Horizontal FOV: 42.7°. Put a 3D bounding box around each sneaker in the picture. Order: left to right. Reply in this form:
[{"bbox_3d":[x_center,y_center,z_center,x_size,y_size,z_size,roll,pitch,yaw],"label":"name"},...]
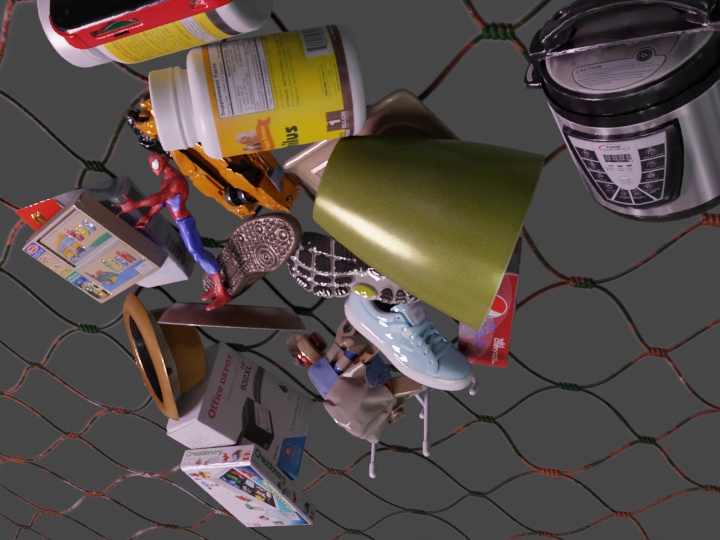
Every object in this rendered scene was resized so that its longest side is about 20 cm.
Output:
[{"bbox_3d":[-0.129,-0.029,1.165,0.200,0.076,0.071,-33,96,43],"label":"sneaker"},{"bbox_3d":[0.000,0.000,1.162,0.199,0.085,0.077,16,101,19],"label":"sneaker"},{"bbox_3d":[0.064,0.077,1.193,0.200,0.074,0.082,33,142,14],"label":"sneaker"}]

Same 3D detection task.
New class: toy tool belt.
[{"bbox_3d":[-0.003,0.133,1.290,0.123,0.200,0.125,-44,143,6],"label":"toy tool belt"}]

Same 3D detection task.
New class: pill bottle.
[{"bbox_3d":[-0.192,-0.258,0.859,0.199,0.115,0.114,-9,137,24],"label":"pill bottle"},{"bbox_3d":[-0.099,-0.172,0.900,0.199,0.110,0.109,-10,141,-5],"label":"pill bottle"}]

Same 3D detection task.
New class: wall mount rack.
[{"bbox_3d":[0.079,0.204,1.314,0.200,0.174,0.075,-35,91,43],"label":"wall mount rack"}]

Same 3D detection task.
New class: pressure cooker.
[{"bbox_3d":[0.251,-0.164,0.813,0.176,0.179,0.200,-33,130,4],"label":"pressure cooker"}]

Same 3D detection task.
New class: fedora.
[{"bbox_3d":[-0.279,0.117,1.345,0.082,0.201,0.201,-22,149,-23],"label":"fedora"}]

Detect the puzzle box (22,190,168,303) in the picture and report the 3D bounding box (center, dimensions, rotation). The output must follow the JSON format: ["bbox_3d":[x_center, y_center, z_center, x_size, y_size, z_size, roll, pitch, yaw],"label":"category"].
[{"bbox_3d":[-0.348,-0.025,1.195,0.133,0.025,0.200,39,146,-21],"label":"puzzle box"}]

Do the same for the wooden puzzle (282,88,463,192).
[{"bbox_3d":[0.043,-0.113,1.035,0.185,0.046,0.200,-26,133,38],"label":"wooden puzzle"}]

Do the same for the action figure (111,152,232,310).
[{"bbox_3d":[-0.233,-0.042,1.111,0.099,0.065,0.201,-20,110,-13],"label":"action figure"}]

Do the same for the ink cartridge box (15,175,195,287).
[{"bbox_3d":[-0.343,-0.036,1.225,0.199,0.047,0.160,-13,135,26],"label":"ink cartridge box"}]

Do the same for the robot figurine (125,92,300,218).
[{"bbox_3d":[-0.167,-0.135,1.035,0.145,0.058,0.200,-3,143,46],"label":"robot figurine"}]

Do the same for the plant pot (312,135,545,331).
[{"bbox_3d":[0.061,-0.061,0.937,0.199,0.188,0.187,21,142,6],"label":"plant pot"}]

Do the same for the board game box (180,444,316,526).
[{"bbox_3d":[-0.168,0.333,1.408,0.126,0.035,0.200,-9,137,25],"label":"board game box"}]

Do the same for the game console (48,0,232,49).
[{"bbox_3d":[-0.182,-0.289,0.783,0.199,0.178,0.031,-9,163,24],"label":"game console"}]

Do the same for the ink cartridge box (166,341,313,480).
[{"bbox_3d":[-0.181,0.226,1.426,0.200,0.146,0.084,37,135,-28],"label":"ink cartridge box"}]

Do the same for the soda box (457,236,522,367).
[{"bbox_3d":[0.163,0.041,1.173,0.070,0.064,0.200,7,142,8],"label":"soda box"}]

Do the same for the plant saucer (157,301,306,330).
[{"bbox_3d":[-0.172,0.062,1.246,0.199,0.032,0.200,4,178,0],"label":"plant saucer"}]
